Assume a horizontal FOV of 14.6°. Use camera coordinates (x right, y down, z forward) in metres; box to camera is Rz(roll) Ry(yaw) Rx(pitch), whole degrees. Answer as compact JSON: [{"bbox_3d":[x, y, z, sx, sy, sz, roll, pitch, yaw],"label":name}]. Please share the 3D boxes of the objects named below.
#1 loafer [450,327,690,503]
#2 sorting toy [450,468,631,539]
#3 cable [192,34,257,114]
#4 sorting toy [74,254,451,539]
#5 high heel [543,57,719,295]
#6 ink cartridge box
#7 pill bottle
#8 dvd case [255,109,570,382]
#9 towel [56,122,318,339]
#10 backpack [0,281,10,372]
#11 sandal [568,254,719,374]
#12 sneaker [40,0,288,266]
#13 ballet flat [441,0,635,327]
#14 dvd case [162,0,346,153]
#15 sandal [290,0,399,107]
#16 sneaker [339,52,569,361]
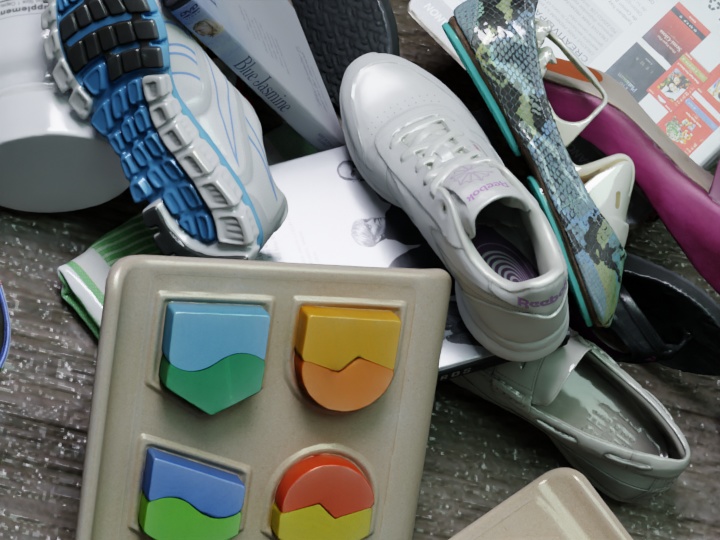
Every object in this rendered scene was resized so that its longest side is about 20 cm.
[{"bbox_3d":[0.107,0.055,1.610,0.200,0.070,0.070,37,62,-6],"label":"loafer"},{"bbox_3d":[0.093,0.231,1.541,0.200,0.036,0.185,-32,79,-27],"label":"sorting toy"},{"bbox_3d":[-0.074,-0.132,1.640,0.097,0.050,0.200,46,37,-26],"label":"cable"},{"bbox_3d":[-0.049,0.086,1.499,0.200,0.036,0.185,1,107,-23],"label":"sorting toy"},{"bbox_3d":[0.145,-0.058,1.631,0.200,0.096,0.067,24,19,15],"label":"high heel"},{"bbox_3d":[0.147,-0.137,1.717,0.176,0.084,0.200,-43,84,-16],"label":"ink cartridge box"},{"bbox_3d":[-0.178,-0.142,1.586,0.113,0.113,0.200,4,63,-19],"label":"pill bottle"},{"bbox_3d":[0.000,0.000,1.579,0.200,0.025,0.150,-16,68,-10],"label":"dvd case"},{"bbox_3d":[-0.059,0.010,1.608,0.200,0.023,0.153,-33,79,-31],"label":"towel"},{"bbox_3d":[-0.277,0.020,1.443,0.200,0.154,0.191,-20,65,-22],"label":"backpack"},{"bbox_3d":[0.131,0.016,1.644,0.200,0.075,0.048,29,60,6],"label":"sandal"},{"bbox_3d":[-0.101,-0.094,1.516,0.087,0.075,0.200,-38,105,-55],"label":"sneaker"},{"bbox_3d":[0.116,-0.067,1.570,0.074,0.074,0.200,-29,96,-31],"label":"ballet flat"},{"bbox_3d":[-0.075,-0.159,1.578,0.018,0.200,0.143,-29,57,13],"label":"dvd case"},{"bbox_3d":[-0.020,-0.186,1.698,0.048,0.075,0.201,-11,68,-44],"label":"sandal"},{"bbox_3d":[0.058,-0.050,1.539,0.075,0.100,0.200,-30,70,-15],"label":"sneaker"}]
